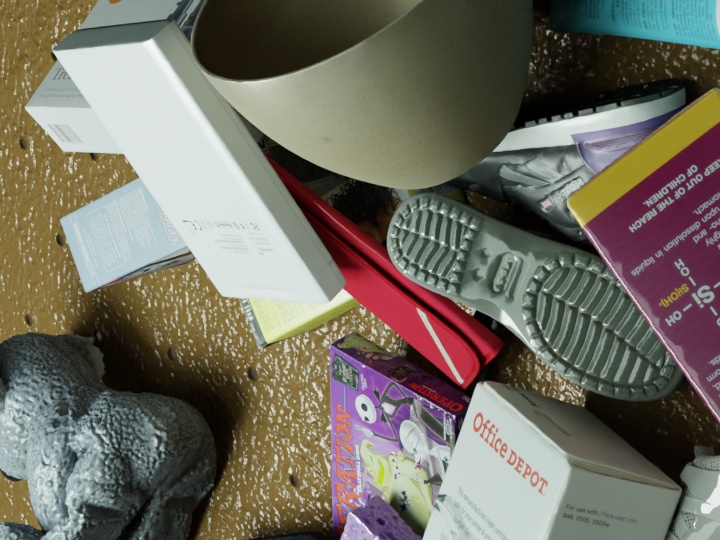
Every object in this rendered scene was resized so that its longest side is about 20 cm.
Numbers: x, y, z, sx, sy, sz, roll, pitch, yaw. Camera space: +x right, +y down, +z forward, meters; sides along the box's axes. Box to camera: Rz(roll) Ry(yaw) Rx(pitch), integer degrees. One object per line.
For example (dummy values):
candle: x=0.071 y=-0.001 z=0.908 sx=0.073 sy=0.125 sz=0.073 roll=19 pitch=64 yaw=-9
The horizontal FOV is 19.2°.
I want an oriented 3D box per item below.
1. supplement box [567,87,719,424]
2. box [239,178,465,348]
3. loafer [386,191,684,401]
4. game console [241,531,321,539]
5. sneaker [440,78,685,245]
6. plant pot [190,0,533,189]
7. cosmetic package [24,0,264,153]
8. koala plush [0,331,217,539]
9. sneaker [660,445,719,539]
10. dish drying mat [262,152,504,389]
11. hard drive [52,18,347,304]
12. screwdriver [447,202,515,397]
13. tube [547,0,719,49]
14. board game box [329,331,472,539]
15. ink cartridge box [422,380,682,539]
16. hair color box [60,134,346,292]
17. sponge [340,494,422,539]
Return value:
supplement box: x=0.214 y=0.021 z=1.118 sx=0.103 sy=0.131 sz=0.201 roll=-37 pitch=72 yaw=10
box: x=-0.010 y=-0.015 z=1.431 sx=0.200 sy=0.050 sz=0.076 roll=-30 pitch=81 yaw=48
loafer: x=0.113 y=0.010 z=1.292 sx=0.199 sy=0.070 sz=0.076 roll=32 pitch=103 yaw=14
game console: x=-0.036 y=0.284 z=1.521 sx=0.175 sy=0.117 sz=0.200 roll=36 pitch=154 yaw=-22
sneaker: x=0.112 y=-0.052 z=1.271 sx=0.199 sy=0.076 sz=0.088 roll=-6 pitch=104 yaw=45
plant pot: x=0.022 y=-0.127 z=1.226 sx=0.199 sy=0.201 sz=0.135 roll=3 pitch=138 yaw=46
cosmetic package: x=-0.116 y=-0.150 z=1.430 sx=0.199 sy=0.151 sz=0.052 roll=5 pitch=144 yaw=45
koala plush: x=-0.224 y=0.122 z=1.626 sx=0.200 sy=0.177 sz=0.184 roll=47 pitch=120 yaw=26
sneaker: x=0.213 y=0.143 z=1.242 sx=0.200 sy=0.074 sz=0.082 roll=-46 pitch=60 yaw=33
dish drying mat: x=0.000 y=0.000 z=1.344 sx=0.200 sy=0.018 sz=0.077 roll=38 pitch=158 yaw=2
hard drive: x=-0.101 y=-0.066 z=1.329 sx=0.132 sy=0.027 sz=0.201 roll=4 pitch=133 yaw=55
screwdriver: x=0.086 y=0.010 z=1.366 sx=0.028 sy=0.029 sz=0.201 roll=31 pitch=115 yaw=37
tube: x=0.178 y=-0.157 z=1.191 sx=0.199 sy=0.050 sz=0.078 roll=21 pitch=104 yaw=47
board game box: x=0.029 y=0.152 z=1.438 sx=0.120 sy=0.032 sz=0.201 roll=31 pitch=133 yaw=42
ink cartridge box: x=0.099 y=0.186 z=1.282 sx=0.147 sy=0.082 sz=0.201 roll=43 pitch=116 yaw=64
hair color box: x=-0.112 y=-0.046 z=1.491 sx=0.199 sy=0.099 sz=0.061 roll=-23 pitch=87 yaw=48
sponge: x=0.019 y=0.252 z=1.465 sx=0.112 sy=0.030 sz=0.201 roll=44 pitch=143 yaw=22
